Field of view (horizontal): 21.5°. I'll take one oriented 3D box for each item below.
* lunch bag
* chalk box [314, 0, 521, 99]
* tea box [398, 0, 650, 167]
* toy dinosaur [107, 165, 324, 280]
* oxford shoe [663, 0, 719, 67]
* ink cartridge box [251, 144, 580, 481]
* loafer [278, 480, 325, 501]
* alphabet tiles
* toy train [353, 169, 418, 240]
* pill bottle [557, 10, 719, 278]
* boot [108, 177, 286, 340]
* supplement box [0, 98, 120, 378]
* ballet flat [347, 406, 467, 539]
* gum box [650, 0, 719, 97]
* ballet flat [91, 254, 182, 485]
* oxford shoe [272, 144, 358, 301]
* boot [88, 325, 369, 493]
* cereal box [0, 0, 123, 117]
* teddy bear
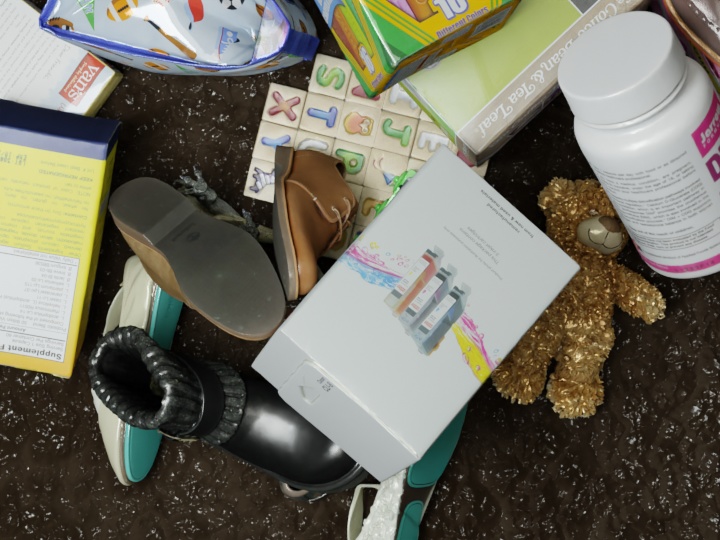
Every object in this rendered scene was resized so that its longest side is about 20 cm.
[{"bbox_3d":[-0.137,-0.217,1.551,0.199,0.170,0.125,17,96,6],"label":"lunch bag"},{"bbox_3d":[0.018,-0.252,1.410,0.124,0.125,0.201,-30,87,-10],"label":"chalk box"},{"bbox_3d":[0.102,-0.224,1.542,0.200,0.134,0.197,-42,86,2],"label":"tea box"},{"bbox_3d":[-0.116,-0.042,1.590,0.199,0.088,0.048,21,76,4],"label":"toy dinosaur"},{"bbox_3d":[0.262,-0.240,1.441,0.071,0.073,0.201,-29,88,-10],"label":"oxford shoe"},{"bbox_3d":[0.039,0.038,1.452,0.145,0.145,0.200,42,73,1],"label":"ink cartridge box"},{"bbox_3d":[-0.002,0.111,1.590,0.072,0.063,0.201,33,93,4],"label":"loafer"},{"bbox_3d":[0.007,-0.088,1.617,0.199,0.006,0.167,15,91,5],"label":"alphabet tiles"},{"bbox_3d":[0.000,0.000,1.588,0.042,0.056,0.200,34,97,3],"label":"toy train"},{"bbox_3d":[0.235,-0.098,1.481,0.113,0.114,0.200,-32,128,4],"label":"pill bottle"},{"bbox_3d":[-0.123,0.003,1.518,0.073,0.076,0.200,-34,51,-21],"label":"boot"},{"bbox_3d":[-0.271,-0.028,1.566,0.108,0.110,0.201,11,103,-4],"label":"supplement box"},{"bbox_3d":[0.028,0.179,1.589,0.071,0.072,0.201,19,92,5],"label":"ballet flat"},{"bbox_3d":[0.304,-0.171,1.536,0.066,0.114,0.201,-29,88,3],"label":"gum box"},{"bbox_3d":[-0.194,0.079,1.614,0.069,0.069,0.201,13,89,5],"label":"ballet flat"},{"bbox_3d":[-0.037,-0.044,1.528,0.071,0.200,0.072,3,124,-1],"label":"oxford shoe"},{"bbox_3d":[-0.103,0.113,1.516,0.210,0.158,0.080,11,77,33],"label":"boot"},{"bbox_3d":[-0.324,-0.172,1.631,0.200,0.040,0.144,38,95,3],"label":"cereal box"},{"bbox_3d":[0.177,0.024,1.572,0.145,0.067,0.201,33,93,2],"label":"teddy bear"}]
